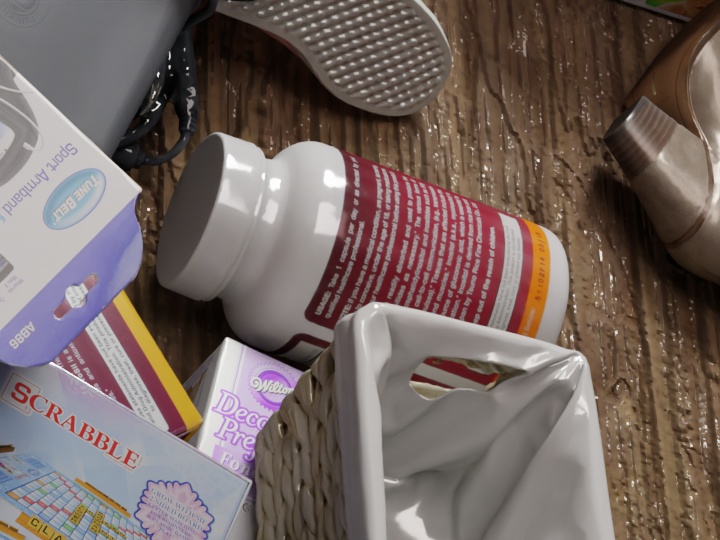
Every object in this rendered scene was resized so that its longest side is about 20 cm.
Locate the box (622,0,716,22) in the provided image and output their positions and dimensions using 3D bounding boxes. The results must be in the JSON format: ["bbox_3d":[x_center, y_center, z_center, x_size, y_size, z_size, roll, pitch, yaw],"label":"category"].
[{"bbox_3d":[0.170,-0.264,1.683,0.199,0.177,0.097,15,52,-24],"label":"box"}]

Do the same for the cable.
[{"bbox_3d":[-0.169,-0.141,1.477,0.162,0.051,0.201,6,52,-20],"label":"cable"}]

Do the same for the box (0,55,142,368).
[{"bbox_3d":[-0.192,-0.044,1.198,0.200,0.041,0.119,44,64,0],"label":"box"}]

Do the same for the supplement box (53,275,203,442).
[{"bbox_3d":[-0.189,0.078,1.276,0.199,0.086,0.111,-23,75,-40],"label":"supplement box"}]

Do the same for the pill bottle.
[{"bbox_3d":[0.000,0.000,1.433,0.199,0.113,0.113,20,50,-20],"label":"pill bottle"}]

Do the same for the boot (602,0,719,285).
[{"bbox_3d":[0.229,-0.068,1.665,0.146,0.070,0.200,45,48,-6],"label":"boot"}]

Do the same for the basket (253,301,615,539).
[{"bbox_3d":[0.033,0.137,1.273,0.135,0.123,0.201,14,54,-26],"label":"basket"}]

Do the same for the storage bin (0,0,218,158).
[{"bbox_3d":[-0.188,-0.130,1.335,0.200,0.145,0.135,36,58,-23],"label":"storage bin"}]

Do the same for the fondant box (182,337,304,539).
[{"bbox_3d":[-0.035,0.150,1.344,0.144,0.058,0.201,25,48,-16],"label":"fondant box"}]

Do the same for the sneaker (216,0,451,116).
[{"bbox_3d":[-0.036,-0.167,1.553,0.200,0.075,0.105,28,19,-35],"label":"sneaker"}]

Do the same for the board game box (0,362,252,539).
[{"bbox_3d":[-0.168,0.123,1.173,0.199,0.041,0.200,32,48,-10],"label":"board game box"}]
